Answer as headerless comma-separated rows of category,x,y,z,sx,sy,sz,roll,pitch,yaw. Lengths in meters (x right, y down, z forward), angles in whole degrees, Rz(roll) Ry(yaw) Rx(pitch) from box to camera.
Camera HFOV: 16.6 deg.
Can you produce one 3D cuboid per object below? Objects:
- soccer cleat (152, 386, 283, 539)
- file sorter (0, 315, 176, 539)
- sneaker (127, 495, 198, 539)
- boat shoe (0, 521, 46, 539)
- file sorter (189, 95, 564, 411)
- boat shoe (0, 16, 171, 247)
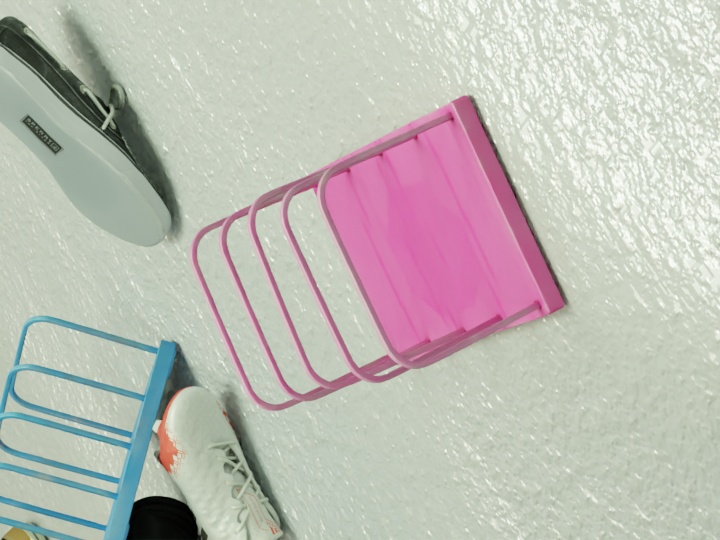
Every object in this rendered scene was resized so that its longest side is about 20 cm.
soccer cleat,-0.100,0.176,1.889,0.085,0.069,0.200,19,132,41
file sorter,-0.232,0.157,1.911,0.122,0.200,0.139,15,142,-5
sneaker,-0.139,0.260,2.022,0.099,0.071,0.200,-102,-10,-46
boat shoe,-0.312,0.336,2.356,0.075,0.062,0.200,19,129,50
file sorter,0.000,0.000,1.520,0.200,0.125,0.139,-23,92,61
boat shoe,-0.207,-0.105,1.833,0.199,0.068,0.074,42,141,-11
